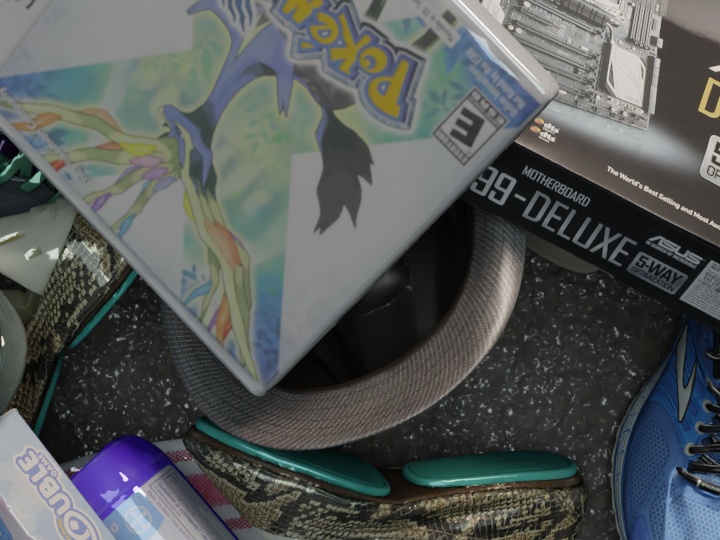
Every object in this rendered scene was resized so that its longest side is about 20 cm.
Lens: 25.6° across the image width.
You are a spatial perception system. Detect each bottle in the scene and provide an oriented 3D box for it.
[{"bbox_3d":[-0.070,0.173,0.731,0.083,0.065,0.200,-41,87,12],"label":"bottle"}]

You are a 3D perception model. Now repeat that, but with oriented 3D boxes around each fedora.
[{"bbox_3d":[0.000,0.000,0.733,0.176,0.090,0.201,-25,59,11],"label":"fedora"}]

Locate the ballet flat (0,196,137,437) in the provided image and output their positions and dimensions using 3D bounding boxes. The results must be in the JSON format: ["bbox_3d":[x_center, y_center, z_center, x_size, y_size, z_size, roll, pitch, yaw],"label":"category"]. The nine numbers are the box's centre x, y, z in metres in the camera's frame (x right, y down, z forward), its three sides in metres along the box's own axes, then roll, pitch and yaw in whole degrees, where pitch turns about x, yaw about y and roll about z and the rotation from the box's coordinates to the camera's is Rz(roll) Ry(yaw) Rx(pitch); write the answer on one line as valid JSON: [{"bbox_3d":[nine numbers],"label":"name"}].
[{"bbox_3d":[-0.155,0.022,0.733,0.075,0.068,0.201,27,112,-18],"label":"ballet flat"}]

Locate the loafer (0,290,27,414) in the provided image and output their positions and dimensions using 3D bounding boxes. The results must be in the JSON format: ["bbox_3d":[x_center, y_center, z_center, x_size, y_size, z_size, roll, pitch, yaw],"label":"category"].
[{"bbox_3d":[-0.218,0.002,0.705,0.063,0.199,0.072,15,101,-44],"label":"loafer"}]

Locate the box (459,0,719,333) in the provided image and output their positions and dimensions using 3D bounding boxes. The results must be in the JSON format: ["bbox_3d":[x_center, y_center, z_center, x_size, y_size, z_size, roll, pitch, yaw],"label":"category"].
[{"bbox_3d":[0.114,-0.076,0.689,0.199,0.050,0.158,28,52,0],"label":"box"}]

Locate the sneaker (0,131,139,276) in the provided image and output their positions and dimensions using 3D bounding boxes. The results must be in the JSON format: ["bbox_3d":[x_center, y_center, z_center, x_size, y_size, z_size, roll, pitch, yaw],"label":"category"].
[{"bbox_3d":[-0.165,-0.049,0.753,0.198,0.088,0.075,19,88,0],"label":"sneaker"}]

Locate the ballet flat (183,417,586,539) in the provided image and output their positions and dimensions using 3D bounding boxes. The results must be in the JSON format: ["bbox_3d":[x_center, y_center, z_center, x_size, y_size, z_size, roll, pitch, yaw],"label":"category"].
[{"bbox_3d":[0.012,0.118,0.744,0.198,0.068,0.076,8,97,-16],"label":"ballet flat"}]

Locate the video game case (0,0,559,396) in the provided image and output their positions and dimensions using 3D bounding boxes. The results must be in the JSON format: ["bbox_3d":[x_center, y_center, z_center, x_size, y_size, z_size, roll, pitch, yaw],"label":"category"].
[{"bbox_3d":[-0.052,-0.079,0.630,0.200,0.022,0.182,45,115,2],"label":"video game case"}]

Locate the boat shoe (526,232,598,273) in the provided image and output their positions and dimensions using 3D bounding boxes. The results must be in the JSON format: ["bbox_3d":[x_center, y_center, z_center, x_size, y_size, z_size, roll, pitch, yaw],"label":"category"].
[{"bbox_3d":[0.062,-0.088,0.767,0.063,0.073,0.200,-41,87,-23],"label":"boat shoe"}]

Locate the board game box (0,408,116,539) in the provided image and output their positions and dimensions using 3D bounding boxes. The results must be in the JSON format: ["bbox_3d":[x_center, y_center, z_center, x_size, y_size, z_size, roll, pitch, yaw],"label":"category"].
[{"bbox_3d":[-0.159,0.195,0.718,0.199,0.043,0.201,-38,90,34],"label":"board game box"}]

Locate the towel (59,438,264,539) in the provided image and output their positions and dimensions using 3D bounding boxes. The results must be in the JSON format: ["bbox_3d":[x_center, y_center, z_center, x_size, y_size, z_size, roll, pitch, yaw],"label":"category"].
[{"bbox_3d":[-0.072,0.181,0.777,0.145,0.030,0.202,-11,88,-2],"label":"towel"}]

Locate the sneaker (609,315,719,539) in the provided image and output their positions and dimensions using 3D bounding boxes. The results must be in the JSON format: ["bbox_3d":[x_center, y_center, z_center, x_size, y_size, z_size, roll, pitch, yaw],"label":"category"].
[{"bbox_3d":[0.174,0.060,0.756,0.078,0.089,0.202,16,88,0],"label":"sneaker"}]
